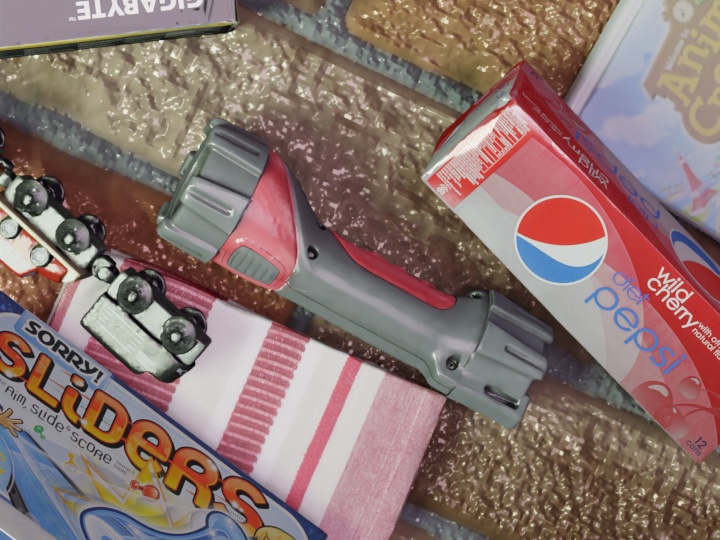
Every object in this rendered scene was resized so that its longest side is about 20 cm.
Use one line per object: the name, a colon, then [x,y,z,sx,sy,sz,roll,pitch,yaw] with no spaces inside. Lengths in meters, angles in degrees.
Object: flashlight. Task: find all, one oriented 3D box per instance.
flashlight: [0.000,0.000,1.128,0.199,0.068,0.068,28,96,-13]

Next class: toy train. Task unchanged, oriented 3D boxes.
toy train: [-0.155,-0.019,1.102,0.200,0.034,0.046,42,104,3]

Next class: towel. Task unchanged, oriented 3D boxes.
towel: [-0.073,0.089,1.137,0.199,0.023,0.145,24,89,-7]

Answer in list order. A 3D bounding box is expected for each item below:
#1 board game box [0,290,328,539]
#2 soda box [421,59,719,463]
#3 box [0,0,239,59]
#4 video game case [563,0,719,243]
board game box: [-0.118,0.111,1.058,0.199,0.136,0.034,37,122,-7]
soda box: [0.122,-0.005,1.132,0.063,0.070,0.200,-41,98,21]
box: [-0.165,-0.184,1.104,0.198,0.049,0.161,-7,90,-8]
video game case: [0.220,-0.109,1.178,0.181,0.022,0.201,31,87,-8]
